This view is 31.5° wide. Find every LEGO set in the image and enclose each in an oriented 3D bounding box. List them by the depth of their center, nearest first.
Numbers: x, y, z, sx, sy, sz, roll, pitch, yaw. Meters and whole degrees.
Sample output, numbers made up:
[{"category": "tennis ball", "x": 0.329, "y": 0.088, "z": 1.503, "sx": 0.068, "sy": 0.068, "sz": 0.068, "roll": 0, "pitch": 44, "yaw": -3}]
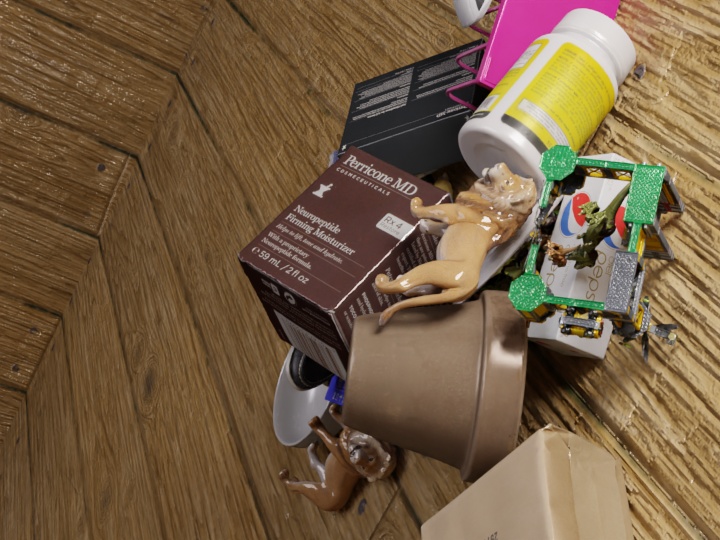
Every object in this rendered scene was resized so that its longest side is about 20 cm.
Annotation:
[{"category": "LEGO set", "x": 0.230, "y": -0.016, "z": 1.216, "sx": 0.153, "sy": 0.116, "sz": 0.201, "roll": -1, "pitch": 70, "yaw": 25}]

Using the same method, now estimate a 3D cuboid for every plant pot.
[{"category": "plant pot", "x": 0.072, "y": 0.112, "z": 1.308, "sx": 0.200, "sy": 0.174, "sz": 0.201, "roll": -173, "pitch": 90, "yaw": -89}]

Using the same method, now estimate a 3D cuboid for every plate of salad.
[{"category": "plate of salad", "x": 0.174, "y": -0.024, "z": 1.403, "sx": 0.200, "sy": 0.048, "sz": 0.200, "roll": -47, "pitch": 0, "yaw": 0}]

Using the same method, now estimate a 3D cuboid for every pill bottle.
[{"category": "pill bottle", "x": 0.205, "y": -0.182, "z": 1.377, "sx": 0.200, "sy": 0.114, "sz": 0.114, "roll": -50, "pitch": 18, "yaw": -19}]

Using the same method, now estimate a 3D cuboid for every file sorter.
[{"category": "file sorter", "x": 0.201, "y": -0.279, "z": 1.510, "sx": 0.125, "sy": 0.138, "sz": 0.201, "roll": -3, "pitch": 67, "yaw": 68}]

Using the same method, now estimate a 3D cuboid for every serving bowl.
[{"category": "serving bowl", "x": -0.045, "y": 0.152, "z": 1.746, "sx": 0.200, "sy": 0.066, "sz": 0.201, "roll": -46, "pitch": 32, "yaw": 41}]

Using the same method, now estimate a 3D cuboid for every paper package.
[{"category": "paper package", "x": 0.153, "y": 0.279, "z": 1.166, "sx": 0.200, "sy": 0.103, "sz": 0.191, "roll": -47, "pitch": 31, "yaw": 38}]

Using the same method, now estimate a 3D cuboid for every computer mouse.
[{"category": "computer mouse", "x": 0.149, "y": -0.382, "z": 1.484, "sx": 0.201, "sy": 0.044, "sz": 0.110, "roll": -69, "pitch": 19, "yaw": -3}]

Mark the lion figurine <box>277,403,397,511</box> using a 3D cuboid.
[{"category": "lion figurine", "x": -0.025, "y": 0.252, "z": 1.616, "sx": 0.123, "sy": 0.072, "sz": 0.200, "roll": 46, "pitch": 139, "yaw": 20}]

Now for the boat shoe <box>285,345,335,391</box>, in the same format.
[{"category": "boat shoe", "x": -0.010, "y": 0.076, "z": 1.568, "sx": 0.200, "sy": 0.074, "sz": 0.060, "roll": -39, "pitch": 22, "yaw": -33}]

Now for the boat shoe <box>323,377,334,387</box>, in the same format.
[{"category": "boat shoe", "x": -0.026, "y": 0.054, "z": 1.649, "sx": 0.072, "sy": 0.066, "sz": 0.202, "roll": 66, "pitch": -138, "yaw": -58}]

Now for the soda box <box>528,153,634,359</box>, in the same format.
[{"category": "soda box", "x": 0.234, "y": -0.015, "z": 1.298, "sx": 0.068, "sy": 0.063, "sz": 0.201, "roll": 1, "pitch": 71, "yaw": 65}]

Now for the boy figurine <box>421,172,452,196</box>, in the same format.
[{"category": "boy figurine", "x": 0.067, "y": -0.081, "z": 1.691, "sx": 0.124, "sy": 0.064, "sz": 0.200, "roll": -30, "pitch": 31, "yaw": 16}]

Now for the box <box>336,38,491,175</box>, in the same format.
[{"category": "box", "x": 0.081, "y": -0.201, "z": 1.657, "sx": 0.199, "sy": 0.079, "sz": 0.142, "roll": -15, "pitch": 41, "yaw": 30}]

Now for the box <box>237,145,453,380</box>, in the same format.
[{"category": "box", "x": 0.000, "y": 0.000, "z": 1.469, "sx": 0.166, "sy": 0.165, "sz": 0.200, "roll": 29, "pitch": 65, "yaw": 38}]

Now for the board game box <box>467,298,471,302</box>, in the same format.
[{"category": "board game box", "x": 0.073, "y": 0.054, "z": 1.617, "sx": 0.200, "sy": 0.034, "sz": 0.136, "roll": -30, "pitch": 43, "yaw": 55}]

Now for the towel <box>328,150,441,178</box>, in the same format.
[{"category": "towel", "x": 0.036, "y": -0.153, "z": 1.732, "sx": 0.199, "sy": 0.024, "sz": 0.147, "roll": -24, "pitch": 35, "yaw": 24}]

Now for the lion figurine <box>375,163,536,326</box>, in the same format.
[{"category": "lion figurine", "x": 0.100, "y": -0.020, "z": 1.285, "sx": 0.122, "sy": 0.073, "sz": 0.201, "roll": 7, "pitch": 57, "yaw": 24}]

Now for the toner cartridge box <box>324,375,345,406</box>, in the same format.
[{"category": "toner cartridge box", "x": 0.040, "y": 0.162, "z": 1.520, "sx": 0.200, "sy": 0.095, "sz": 0.043, "roll": 5, "pitch": 74, "yaw": 65}]
